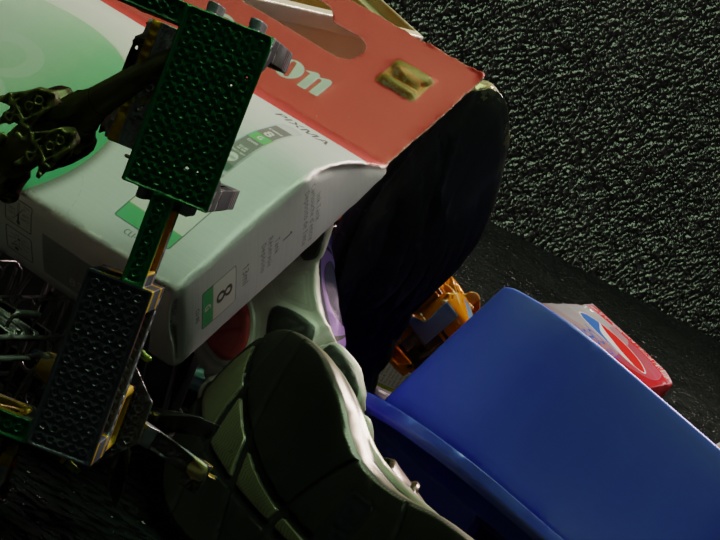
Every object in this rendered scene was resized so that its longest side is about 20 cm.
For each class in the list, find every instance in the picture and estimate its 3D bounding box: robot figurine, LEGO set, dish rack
[{"bbox_3d":[0.009,-0.001,1.187,0.145,0.058,0.200,48,0,15],"label":"robot figurine"},{"bbox_3d":[-0.104,-0.028,0.801,0.153,0.202,0.116,13,2,1],"label":"LEGO set"},{"bbox_3d":[-0.155,0.007,0.936,0.153,0.055,0.200,31,8,19],"label":"dish rack"}]

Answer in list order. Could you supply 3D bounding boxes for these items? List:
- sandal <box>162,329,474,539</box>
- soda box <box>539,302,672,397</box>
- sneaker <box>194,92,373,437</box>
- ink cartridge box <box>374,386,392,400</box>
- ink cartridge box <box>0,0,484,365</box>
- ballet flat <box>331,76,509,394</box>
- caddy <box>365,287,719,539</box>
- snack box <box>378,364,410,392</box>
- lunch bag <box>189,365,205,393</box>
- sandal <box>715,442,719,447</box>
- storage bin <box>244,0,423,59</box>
[{"bbox_3d":[-0.005,0.096,0.845,0.057,0.080,0.201,46,2,-46],"label":"sandal"},{"bbox_3d":[0.096,0.061,1.182,0.063,0.070,0.200,42,9,12],"label":"soda box"},{"bbox_3d":[-0.041,0.016,0.975,0.080,0.201,0.084,-9,-25,1],"label":"sneaker"},{"bbox_3d":[0.050,0.101,1.175,0.199,0.039,0.099,22,10,-46],"label":"ink cartridge box"},{"bbox_3d":[-0.069,-0.072,0.943,0.160,0.200,0.050,32,-35,21],"label":"ink cartridge box"},{"bbox_3d":[0.000,0.000,1.033,0.066,0.201,0.057,12,29,-36],"label":"ballet flat"},{"bbox_3d":[0.082,0.101,1.004,0.200,0.105,0.141,40,-10,2],"label":"caddy"},{"bbox_3d":[-0.048,0.000,1.411,0.199,0.068,0.169,23,9,-33],"label":"snack box"},{"bbox_3d":[-0.131,-0.019,1.140,0.199,0.077,0.160,28,5,-18],"label":"lunch bag"},{"bbox_3d":[0.225,0.126,1.033,0.079,0.059,0.206,-28,54,-34],"label":"sandal"},{"bbox_3d":[-0.109,-0.146,1.176,0.199,0.094,0.199,45,22,26],"label":"storage bin"}]
